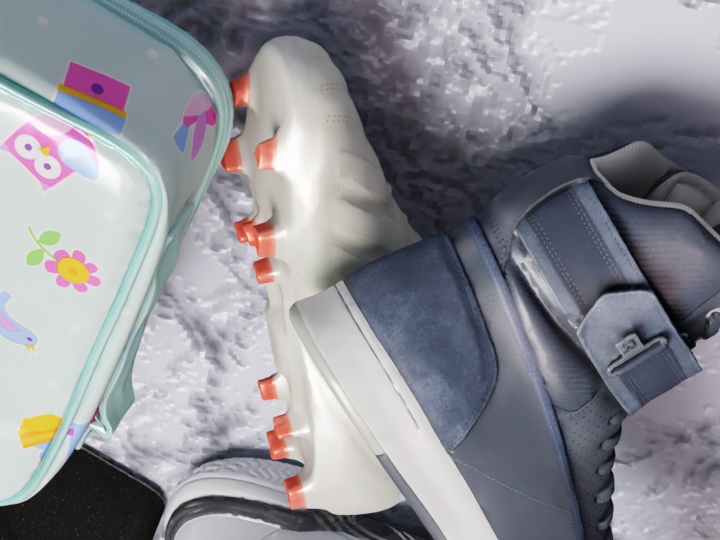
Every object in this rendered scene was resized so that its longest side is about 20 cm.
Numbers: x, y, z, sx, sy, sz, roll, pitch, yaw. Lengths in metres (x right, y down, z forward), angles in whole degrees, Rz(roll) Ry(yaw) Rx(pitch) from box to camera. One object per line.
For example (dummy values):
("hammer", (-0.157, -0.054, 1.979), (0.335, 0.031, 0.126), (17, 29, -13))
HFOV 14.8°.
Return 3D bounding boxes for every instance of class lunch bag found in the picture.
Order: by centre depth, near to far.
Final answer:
("lunch bag", (-0.134, -0.019, 0.914), (0.160, 0.077, 0.200), (26, 135, -3))

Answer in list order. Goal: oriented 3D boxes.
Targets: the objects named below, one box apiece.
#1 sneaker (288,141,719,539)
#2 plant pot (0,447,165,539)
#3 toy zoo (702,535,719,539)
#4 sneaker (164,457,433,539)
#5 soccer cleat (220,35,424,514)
("sneaker", (0.084, 0.051, 0.915), (0.146, 0.077, 0.203), (-33, 126, -2))
("plant pot", (-0.221, 0.152, 1.042), (0.199, 0.178, 0.200), (32, 133, -20))
("toy zoo", (0.164, 0.141, 1.026), (0.199, 0.021, 0.132), (-15, 132, 0))
("sneaker", (0.016, 0.147, 1.034), (0.199, 0.115, 0.075), (16, 136, -5))
("soccer cleat", (0.000, 0.000, 0.935), (0.077, 0.069, 0.201), (-14, 131, -9))
